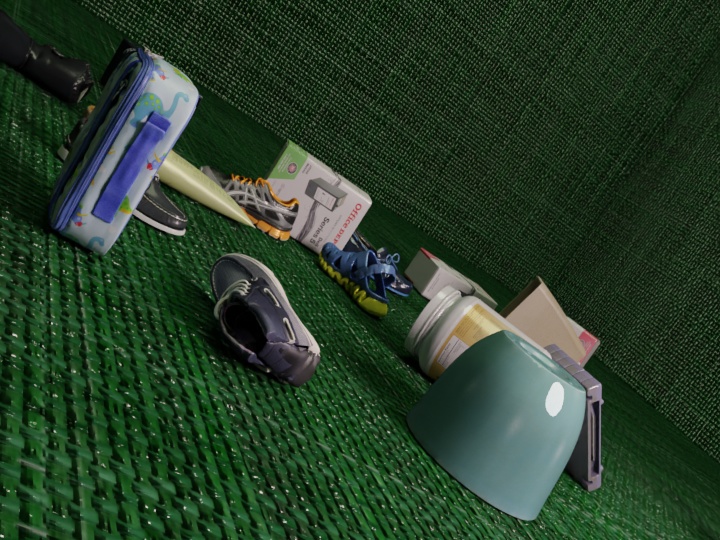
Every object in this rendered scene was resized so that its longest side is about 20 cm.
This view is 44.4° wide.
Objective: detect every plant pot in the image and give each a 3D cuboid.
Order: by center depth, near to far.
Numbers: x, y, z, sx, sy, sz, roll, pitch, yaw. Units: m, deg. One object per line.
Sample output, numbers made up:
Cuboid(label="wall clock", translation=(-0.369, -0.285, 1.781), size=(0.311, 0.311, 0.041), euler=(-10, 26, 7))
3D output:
Cuboid(label="plant pot", translation=(0.180, 0.173, 1.083), size=(0.199, 0.162, 0.201), euler=(33, 9, -6))
Cuboid(label="plant pot", translation=(0.376, 0.153, 1.911), size=(0.177, 0.200, 0.200), euler=(46, 9, 3))

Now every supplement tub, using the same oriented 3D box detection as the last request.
Cuboid(label="supplement tub", translation=(0.179, 0.131, 1.361), size=(0.199, 0.146, 0.144), euler=(38, 9, 17))

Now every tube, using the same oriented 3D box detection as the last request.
Cuboid(label="tube", translation=(-0.254, -0.129, 1.432), size=(0.199, 0.051, 0.059), euler=(33, 49, -40))

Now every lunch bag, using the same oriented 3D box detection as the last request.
Cuboid(label="lunch bag", translation=(-0.246, -0.126, 0.907), size=(0.082, 0.202, 0.161), euler=(29, 11, -26))

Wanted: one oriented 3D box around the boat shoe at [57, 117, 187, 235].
Cuboid(label="boat shoe", translation=(-0.300, -0.121, 1.144), size=(0.198, 0.061, 0.076), euler=(35, 8, -2))

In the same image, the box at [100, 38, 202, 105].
Cuboid(label="box", translation=(-0.441, -0.383, 1.854), size=(0.147, 0.108, 0.200), euler=(28, 11, -36))

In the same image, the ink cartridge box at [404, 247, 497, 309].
Cuboid(label="ink cartridge box", translation=(0.224, 0.046, 2.190), size=(0.198, 0.085, 0.145), euler=(31, 10, -24))

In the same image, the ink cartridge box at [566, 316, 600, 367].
Cuboid(label="ink cartridge box", translation=(0.516, 0.187, 2.358), size=(0.199, 0.148, 0.083), euler=(39, 9, 23))

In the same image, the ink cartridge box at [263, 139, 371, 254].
Cuboid(label="ink cartridge box", translation=(-0.096, -0.133, 1.709), size=(0.198, 0.147, 0.084), euler=(32, 9, -12))

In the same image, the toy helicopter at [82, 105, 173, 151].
Cuboid(label="toy helicopter", translation=(-0.388, -0.245, 1.508), size=(0.133, 0.079, 0.199), euler=(48, 23, 19))

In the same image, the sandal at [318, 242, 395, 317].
Cuboid(label="sandal", translation=(0.000, 0.000, 1.577), size=(0.079, 0.088, 0.200), euler=(22, 14, -49))

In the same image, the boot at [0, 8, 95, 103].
Cuboid(label="boot", translation=(-0.522, -0.342, 1.417), size=(0.166, 0.077, 0.200), euler=(31, 3, -4))

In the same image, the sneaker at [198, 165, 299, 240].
Cuboid(label="sneaker", translation=(-0.197, -0.135, 1.567), size=(0.198, 0.078, 0.078), euler=(31, 11, -18))

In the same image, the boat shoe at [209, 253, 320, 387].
Cuboid(label="boat shoe", translation=(-0.123, 0.035, 0.936), size=(0.200, 0.075, 0.093), euler=(43, 4, 38))

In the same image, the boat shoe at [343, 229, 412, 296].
Cuboid(label="boat shoe", translation=(0.034, -0.023, 1.881), size=(0.198, 0.069, 0.084), euler=(36, 9, 1))

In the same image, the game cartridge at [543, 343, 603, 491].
Cuboid(label="game cartridge", translation=(0.331, 0.228, 1.381), size=(0.130, 0.038, 0.203), euler=(-126, -157, -57))
